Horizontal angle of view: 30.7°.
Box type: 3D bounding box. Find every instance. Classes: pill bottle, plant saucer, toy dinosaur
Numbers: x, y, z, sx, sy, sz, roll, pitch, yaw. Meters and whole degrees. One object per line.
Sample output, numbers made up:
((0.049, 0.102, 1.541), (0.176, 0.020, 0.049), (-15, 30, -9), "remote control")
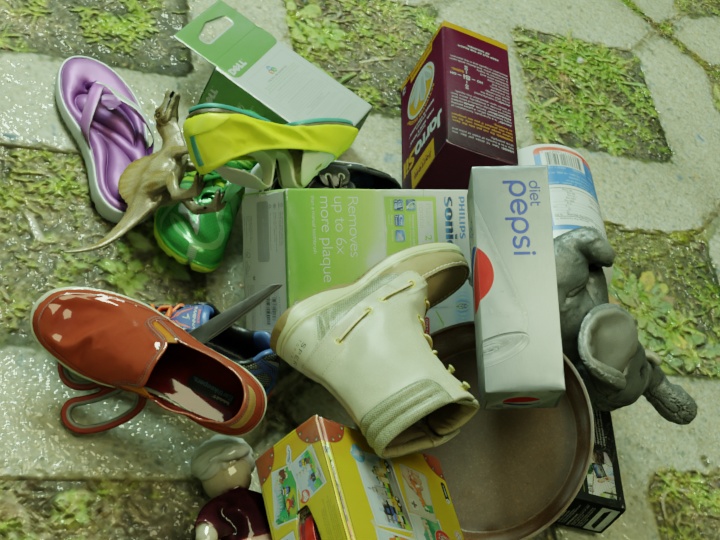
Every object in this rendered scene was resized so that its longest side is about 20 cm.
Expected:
((0.201, -0.026, 1.367), (0.112, 0.112, 0.200), (15, 47, -20), "pill bottle")
((0.104, 0.143, 1.135), (0.200, 0.200, 0.034), (62, 7, 26), "plant saucer")
((-0.176, -0.073, 1.167), (0.101, 0.058, 0.200), (5, 53, 22), "toy dinosaur")

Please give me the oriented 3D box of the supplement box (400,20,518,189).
((0.104, -0.158, 1.424), (0.086, 0.110, 0.200), (17, 45, -17), "supplement box")

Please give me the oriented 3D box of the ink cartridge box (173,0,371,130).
((-0.098, -0.184, 1.359), (0.200, 0.059, 0.104), (36, 42, 1), "ink cartridge box")

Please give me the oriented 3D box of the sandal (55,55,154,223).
((-0.229, -0.133, 1.239), (0.082, 0.050, 0.203), (-4, 57, -34), "sandal")

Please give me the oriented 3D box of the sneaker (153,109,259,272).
((-0.138, -0.081, 1.226), (0.074, 0.084, 0.200), (24, 44, -12), "sneaker")

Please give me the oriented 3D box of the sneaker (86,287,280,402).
((-0.156, 0.052, 1.101), (0.200, 0.078, 0.075), (18, 45, -18), "sneaker")

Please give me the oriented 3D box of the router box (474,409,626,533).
((0.164, 0.137, 1.242), (0.149, 0.051, 0.200), (16, 46, -17), "router box")

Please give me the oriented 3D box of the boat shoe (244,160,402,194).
((-0.028, -0.074, 1.264), (0.066, 0.070, 0.200), (10, 5, 34), "boat shoe")

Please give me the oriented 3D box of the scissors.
((-0.148, 0.072, 1.057), (0.200, 0.014, 0.073), (-18, 80, -7), "scissors")

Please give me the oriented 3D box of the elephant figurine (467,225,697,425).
((0.206, 0.070, 1.196), (0.155, 0.142, 0.200), (-24, 79, 1), "elephant figurine")

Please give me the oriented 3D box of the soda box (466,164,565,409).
((0.129, 0.014, 1.107), (0.068, 0.063, 0.200), (-1, 71, 0), "soda box")

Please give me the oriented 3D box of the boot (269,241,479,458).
((0.047, 0.063, 1.074), (0.200, 0.072, 0.155), (-25, 54, -33), "boot")

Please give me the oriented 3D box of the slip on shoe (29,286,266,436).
((-0.165, 0.068, 1.019), (0.200, 0.061, 0.074), (27, 82, 3), "slip on shoe")

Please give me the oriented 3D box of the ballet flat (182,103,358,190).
((-0.076, -0.104, 1.165), (0.200, 0.067, 0.067), (0, 78, -49), "ballet flat")

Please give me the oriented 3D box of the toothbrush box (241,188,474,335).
((0.000, 0.000, 1.191), (0.200, 0.086, 0.146), (-1, 90, -34), "toothbrush box")

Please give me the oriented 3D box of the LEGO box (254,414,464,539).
((0.014, 0.228, 1.008), (0.149, 0.077, 0.200), (25, 35, -41), "LEGO box")

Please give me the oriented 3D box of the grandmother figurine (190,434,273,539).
((-0.085, 0.214, 1.022), (0.121, 0.061, 0.200), (26, 32, -52), "grandmother figurine")
